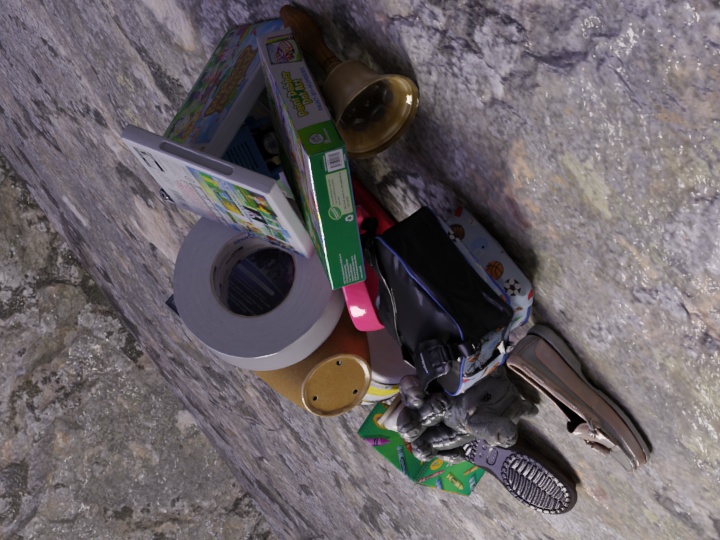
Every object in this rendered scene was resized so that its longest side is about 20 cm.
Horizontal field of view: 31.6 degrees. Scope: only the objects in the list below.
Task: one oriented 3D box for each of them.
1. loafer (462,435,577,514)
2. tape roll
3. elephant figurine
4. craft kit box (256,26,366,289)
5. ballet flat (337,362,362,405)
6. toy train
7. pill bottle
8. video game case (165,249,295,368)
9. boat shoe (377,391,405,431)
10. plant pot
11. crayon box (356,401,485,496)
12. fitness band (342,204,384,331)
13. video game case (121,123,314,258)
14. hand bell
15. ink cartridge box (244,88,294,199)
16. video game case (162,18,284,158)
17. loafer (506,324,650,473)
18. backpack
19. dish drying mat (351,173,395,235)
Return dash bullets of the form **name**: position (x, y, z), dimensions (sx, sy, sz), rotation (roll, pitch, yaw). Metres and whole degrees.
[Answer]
- **loafer**: position (0.207, 0.244, 1.688), dimensions (0.199, 0.071, 0.073), rotation (35, 122, 16)
- **tape roll**: position (-0.118, 0.013, 1.500), dimensions (0.200, 0.200, 0.066), rotation (42, 176, 20)
- **elephant figurine**: position (0.153, 0.168, 1.574), dimensions (0.141, 0.157, 0.199), rotation (22, 151, -38)
- **craft kit box**: position (-0.052, -0.118, 1.343), dimensions (0.201, 0.048, 0.199), rotation (81, 171, -48)
- **ballet flat**: position (-0.043, 0.138, 1.724), dimensions (0.200, 0.046, 0.068), rotation (-141, 38, -66)
- **toy train**: position (-0.173, -0.127, 1.554), dimensions (0.199, 0.114, 0.087), rotation (-12, 106, 54)
- **pill bottle**: position (0.023, 0.120, 1.772), dimensions (0.114, 0.114, 0.200), rotation (48, 160, 5)
- **video game case**: position (-0.133, 0.004, 1.570), dimensions (0.143, 0.200, 0.019), rotation (37, 173, 36)
- **boat shoe**: position (0.087, 0.184, 1.709), dimensions (0.068, 0.075, 0.200), rotation (44, -159, 12)
- **plant pot**: position (-0.064, 0.086, 1.594), dimensions (0.200, 0.185, 0.187), rotation (51, 168, 51)
- **crayon box**: position (0.092, 0.259, 1.830), dimensions (0.118, 0.059, 0.200), rotation (37, -176, 31)
- **fitness band**: position (0.000, 0.000, 1.519), dimensions (0.200, 0.037, 0.145), rotation (33, -132, -81)
- **video game case**: position (-0.151, -0.084, 1.395), dimensions (0.181, 0.022, 0.200), rotation (22, 166, 17)
- **hand bell**: position (-0.034, -0.222, 1.354), dimensions (0.200, 0.103, 0.105), rotation (52, 165, 32)
- **ink cartridge box**: position (-0.100, -0.136, 1.599), dimensions (0.145, 0.048, 0.201), rotation (43, 141, 22)
- **video game case**: position (-0.163, -0.202, 1.480), dimensions (0.022, 0.201, 0.182), rotation (36, 168, -27)
- **loafer**: position (0.241, 0.155, 1.432), dimensions (0.200, 0.063, 0.072), rotation (51, 160, 0)
- **backpack**: position (0.095, 0.038, 1.410), dimensions (0.201, 0.153, 0.191), rotation (56, 159, 26)
- **dish drying mat**: position (-0.022, -0.103, 1.606), dimensions (0.200, 0.018, 0.077), rotation (50, 156, 3)
